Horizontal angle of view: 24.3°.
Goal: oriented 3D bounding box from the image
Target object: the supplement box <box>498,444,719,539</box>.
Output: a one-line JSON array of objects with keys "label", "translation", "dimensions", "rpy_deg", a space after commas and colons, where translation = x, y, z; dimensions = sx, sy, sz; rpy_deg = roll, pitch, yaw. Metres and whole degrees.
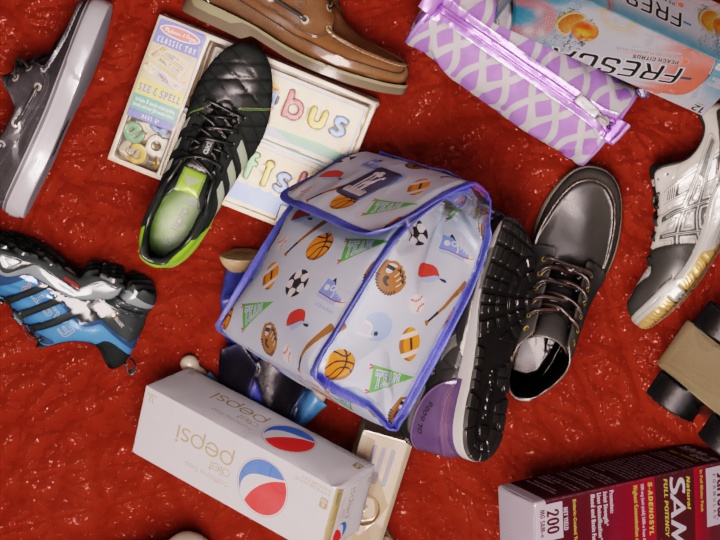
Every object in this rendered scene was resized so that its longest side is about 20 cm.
[{"label": "supplement box", "translation": [0.217, 0.221, 1.412], "dimensions": [0.200, 0.061, 0.109], "rpy_deg": [-9, 102, -27]}]

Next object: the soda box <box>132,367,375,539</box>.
[{"label": "soda box", "translation": [-0.090, 0.156, 1.391], "dimensions": [0.200, 0.064, 0.068], "rpy_deg": [25, 114, 25]}]

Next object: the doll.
[{"label": "doll", "translation": [-0.091, 0.083, 1.442], "dimensions": [0.136, 0.048, 0.201], "rpy_deg": [3, 103, 10]}]

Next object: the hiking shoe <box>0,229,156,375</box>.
[{"label": "hiking shoe", "translation": [-0.277, 0.023, 1.422], "dimensions": [0.200, 0.074, 0.087], "rpy_deg": [18, 100, -2]}]

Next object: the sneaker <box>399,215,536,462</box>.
[{"label": "sneaker", "translation": [0.076, 0.049, 1.343], "dimensions": [0.087, 0.076, 0.200], "rpy_deg": [5, 75, 37]}]

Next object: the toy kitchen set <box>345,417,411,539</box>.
[{"label": "toy kitchen set", "translation": [0.071, 0.245, 1.410], "dimensions": [0.200, 0.163, 0.181], "rpy_deg": [16, 100, -2]}]

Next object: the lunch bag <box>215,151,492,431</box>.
[{"label": "lunch bag", "translation": [0.000, 0.000, 1.332], "dimensions": [0.124, 0.170, 0.200], "rpy_deg": [36, 82, -35]}]

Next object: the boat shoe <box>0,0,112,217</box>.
[{"label": "boat shoe", "translation": [-0.271, -0.143, 1.399], "dimensions": [0.066, 0.070, 0.200], "rpy_deg": [25, 107, -5]}]

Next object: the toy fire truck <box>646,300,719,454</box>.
[{"label": "toy fire truck", "translation": [0.371, 0.112, 1.403], "dimensions": [0.200, 0.176, 0.129], "rpy_deg": [24, 103, -46]}]

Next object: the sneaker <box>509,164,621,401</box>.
[{"label": "sneaker", "translation": [0.172, 0.014, 1.394], "dimensions": [0.075, 0.106, 0.200], "rpy_deg": [18, 100, -2]}]

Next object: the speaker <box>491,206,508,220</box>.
[{"label": "speaker", "translation": [0.052, 0.031, 1.413], "dimensions": [0.081, 0.081, 0.200], "rpy_deg": [26, 99, -4]}]

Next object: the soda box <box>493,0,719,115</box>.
[{"label": "soda box", "translation": [0.211, -0.201, 1.346], "dimensions": [0.200, 0.069, 0.064], "rpy_deg": [21, 142, -13]}]

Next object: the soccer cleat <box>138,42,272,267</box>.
[{"label": "soccer cleat", "translation": [-0.126, -0.090, 1.368], "dimensions": [0.067, 0.081, 0.200], "rpy_deg": [24, 100, -3]}]

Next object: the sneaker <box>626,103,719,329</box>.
[{"label": "sneaker", "translation": [0.271, -0.048, 1.408], "dimensions": [0.088, 0.076, 0.200], "rpy_deg": [33, 96, 11]}]

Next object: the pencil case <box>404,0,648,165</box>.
[{"label": "pencil case", "translation": [0.132, -0.165, 1.373], "dimensions": [0.200, 0.086, 0.084], "rpy_deg": [33, 104, -4]}]

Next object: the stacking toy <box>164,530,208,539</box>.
[{"label": "stacking toy", "translation": [-0.227, 0.299, 1.465], "dimensions": [0.200, 0.146, 0.147], "rpy_deg": [-1, 101, 21]}]

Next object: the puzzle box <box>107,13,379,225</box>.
[{"label": "puzzle box", "translation": [-0.099, -0.120, 1.417], "dimensions": [0.200, 0.025, 0.133], "rpy_deg": [21, 100, -2]}]

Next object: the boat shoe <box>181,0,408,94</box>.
[{"label": "boat shoe", "translation": [-0.046, -0.207, 1.375], "dimensions": [0.200, 0.072, 0.068], "rpy_deg": [22, 101, -3]}]
